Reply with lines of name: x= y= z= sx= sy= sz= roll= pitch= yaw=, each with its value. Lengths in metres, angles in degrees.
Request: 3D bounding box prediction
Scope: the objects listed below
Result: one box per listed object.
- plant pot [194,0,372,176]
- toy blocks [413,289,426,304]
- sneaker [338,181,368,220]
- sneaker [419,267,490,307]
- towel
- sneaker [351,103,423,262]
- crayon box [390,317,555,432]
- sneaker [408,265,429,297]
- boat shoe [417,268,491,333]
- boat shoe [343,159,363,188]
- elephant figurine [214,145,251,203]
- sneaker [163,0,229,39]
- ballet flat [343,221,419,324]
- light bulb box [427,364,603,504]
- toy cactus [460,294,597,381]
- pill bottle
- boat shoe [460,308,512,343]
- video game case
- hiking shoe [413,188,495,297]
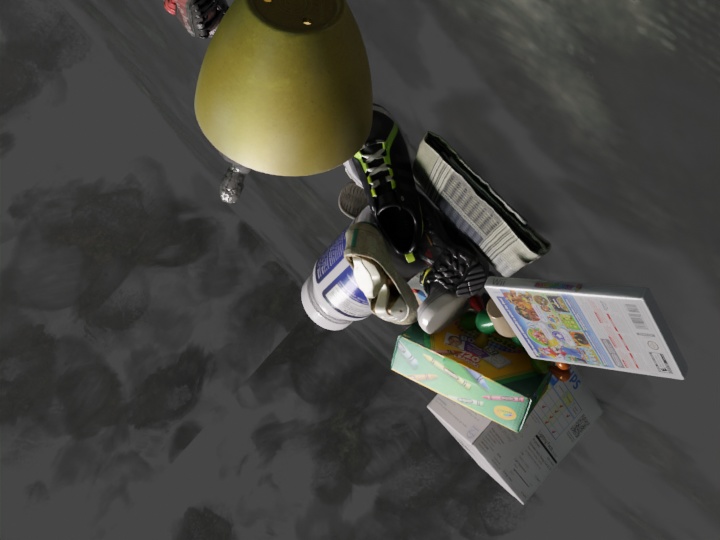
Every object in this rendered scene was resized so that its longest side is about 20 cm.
plant pot: x=-0.073 y=-0.223 z=0.926 sx=0.199 sy=0.199 sz=0.143 roll=40 pitch=146 yaw=19
toy blocks: x=0.095 y=0.023 z=1.597 sx=0.135 sy=0.101 sz=0.201 roll=25 pitch=161 yaw=32
sneaker: x=0.069 y=-0.072 z=1.350 sx=0.198 sy=0.076 sz=0.106 roll=33 pitch=-173 yaw=23
sneaker: x=0.160 y=0.058 z=1.401 sx=0.075 sy=0.076 sz=0.202 roll=-4 pitch=130 yaw=35
towel: x=0.140 y=-0.077 z=1.077 sx=0.193 sy=0.034 sz=0.200 roll=47 pitch=174 yaw=4
sneaker: x=0.037 y=-0.106 z=1.087 sx=0.083 sy=0.070 sz=0.203 roll=-91 pitch=-21 yaw=-65
crayon box: x=0.155 y=0.131 z=1.224 sx=0.197 sy=0.059 sz=0.118 roll=24 pitch=-152 yaw=19
sneaker: x=0.119 y=0.004 z=1.450 sx=0.070 sy=0.082 sz=0.199 roll=-18 pitch=146 yaw=39
boat shoe: x=0.122 y=0.024 z=1.235 sx=0.068 sy=0.199 sz=0.073 roll=40 pitch=127 yaw=15
boat shoe: x=0.004 y=-0.156 z=1.206 sx=0.065 sy=0.073 sz=0.200 roll=33 pitch=176 yaw=29
elephant figurine: x=-0.152 y=-0.209 z=1.222 sx=0.155 sy=0.200 sz=0.141 roll=46 pitch=171 yaw=-20
sneaker: x=-0.221 y=-0.371 z=1.218 sx=0.098 sy=0.071 sz=0.200 roll=45 pitch=174 yaw=-10
ballet flat: x=0.022 y=0.022 z=1.155 sx=0.066 sy=0.063 sz=0.201 roll=-5 pitch=138 yaw=27
light bulb box: x=0.244 y=0.215 z=1.387 sx=0.124 sy=0.200 sz=0.199 roll=35 pitch=168 yaw=51
toy cactus: x=0.212 y=0.068 z=1.156 sx=0.198 sy=0.104 sz=0.165 roll=25 pitch=172 yaw=35
pill bottle: x=0.000 y=0.000 z=1.277 sx=0.116 sy=0.116 sz=0.200 roll=44 pitch=135 yaw=-4
boat shoe: x=0.209 y=0.088 z=1.300 sx=0.197 sy=0.072 sz=0.071 roll=9 pitch=-176 yaw=26
video game case: x=0.250 y=0.062 z=0.997 sx=0.197 sy=0.018 sz=0.144 roll=4 pitch=143 yaw=44
hiking shoe: x=0.096 y=-0.047 z=1.201 sx=0.201 sy=0.076 sz=0.100 roll=48 pitch=-160 yaw=10
